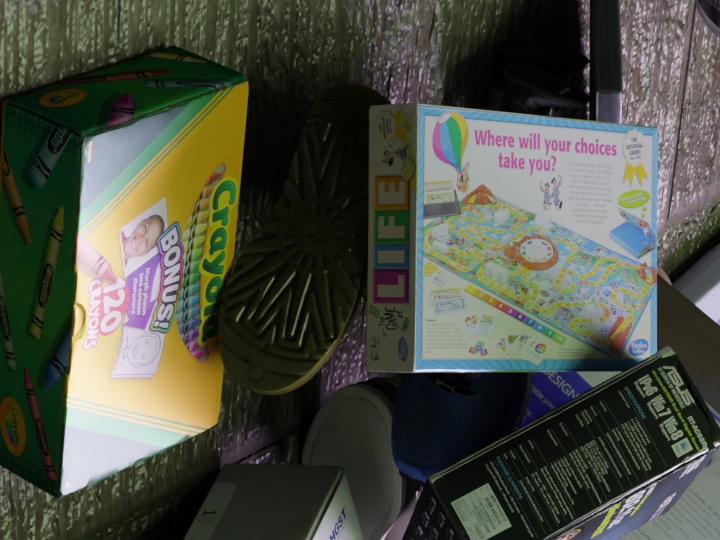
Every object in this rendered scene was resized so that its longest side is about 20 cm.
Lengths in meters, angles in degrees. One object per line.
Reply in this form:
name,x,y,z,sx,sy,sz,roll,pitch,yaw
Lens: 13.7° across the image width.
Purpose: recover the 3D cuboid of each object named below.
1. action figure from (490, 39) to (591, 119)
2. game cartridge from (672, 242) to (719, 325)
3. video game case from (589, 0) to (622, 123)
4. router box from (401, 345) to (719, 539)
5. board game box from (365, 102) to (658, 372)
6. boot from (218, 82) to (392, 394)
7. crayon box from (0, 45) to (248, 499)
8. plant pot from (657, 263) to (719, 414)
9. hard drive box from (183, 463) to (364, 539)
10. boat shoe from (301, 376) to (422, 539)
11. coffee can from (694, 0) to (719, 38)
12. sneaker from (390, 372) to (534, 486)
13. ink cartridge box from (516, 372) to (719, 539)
action figure,0.090,-0.029,1.754,0.130,0.069,0.201,-52,156,-59
game cartridge,0.238,0.077,2.060,0.133,0.041,0.200,-42,140,-36
video game case,0.144,-0.069,1.772,0.143,0.019,0.200,-87,174,-49
router box,0.106,0.122,1.636,0.150,0.062,0.200,-29,168,-10
board game box,0.082,-0.014,1.567,0.200,0.034,0.135,3,88,-47
boot,0.000,0.000,1.612,0.176,0.066,0.200,-65,164,-6
crayon box,-0.122,0.000,1.500,0.119,0.058,0.201,-24,128,-45
plant pot,0.181,0.098,1.873,0.200,0.173,0.201,-32,134,-41
hard drive box,-0.043,0.232,1.665,0.156,0.077,0.200,-61,145,-51
boat shoe,0.009,0.136,1.758,0.060,0.072,0.202,-34,142,-38
coffee can,0.257,-0.245,1.780,0.146,0.146,0.200,-47,142,-25
sneaker,0.059,0.021,1.641,0.089,0.078,0.201,21,89,-63
ink cartridge box,0.146,0.143,1.783,0.200,0.198,0.043,-49,172,22
